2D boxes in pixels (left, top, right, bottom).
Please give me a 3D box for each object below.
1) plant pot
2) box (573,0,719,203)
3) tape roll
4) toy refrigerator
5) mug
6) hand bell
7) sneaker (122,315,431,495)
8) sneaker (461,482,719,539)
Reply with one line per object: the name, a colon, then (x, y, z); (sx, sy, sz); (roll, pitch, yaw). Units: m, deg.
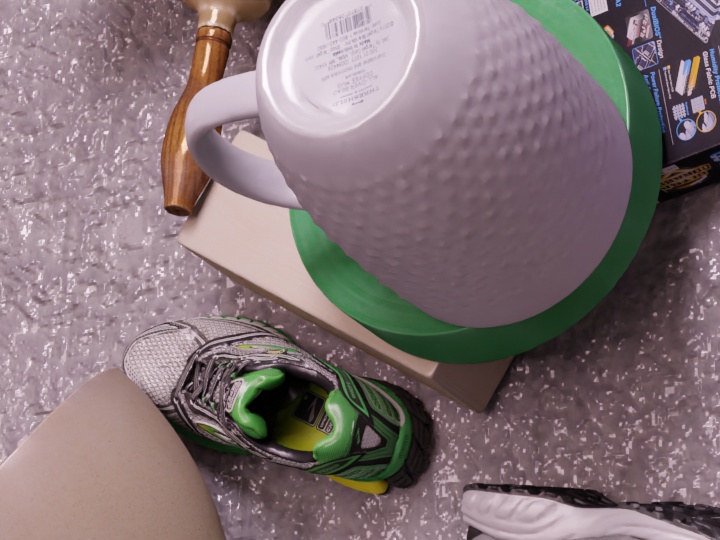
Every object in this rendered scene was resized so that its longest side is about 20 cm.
plant pot: (-0.146, 0.172, 1.533); (0.134, 0.200, 0.201); (38, 99, 7)
box: (0.174, -0.146, 1.480); (0.198, 0.050, 0.201); (-20, 65, 27)
tape roll: (0.059, -0.053, 1.458); (0.199, 0.048, 0.202); (-12, 63, 25)
toy refrigerator: (0.000, 0.000, 1.543); (0.199, 0.070, 0.076); (27, 85, 36)
mug: (0.009, -0.068, 1.356); (0.199, 0.175, 0.149); (-7, 66, 28)
hand bell: (-0.086, -0.125, 1.596); (0.104, 0.104, 0.201); (-2, 66, 33)
sneaker: (-0.058, 0.065, 1.551); (0.199, 0.085, 0.079); (13, 84, 37)
sneaker: (0.136, 0.153, 1.409); (0.199, 0.074, 0.080); (2, 86, 41)
